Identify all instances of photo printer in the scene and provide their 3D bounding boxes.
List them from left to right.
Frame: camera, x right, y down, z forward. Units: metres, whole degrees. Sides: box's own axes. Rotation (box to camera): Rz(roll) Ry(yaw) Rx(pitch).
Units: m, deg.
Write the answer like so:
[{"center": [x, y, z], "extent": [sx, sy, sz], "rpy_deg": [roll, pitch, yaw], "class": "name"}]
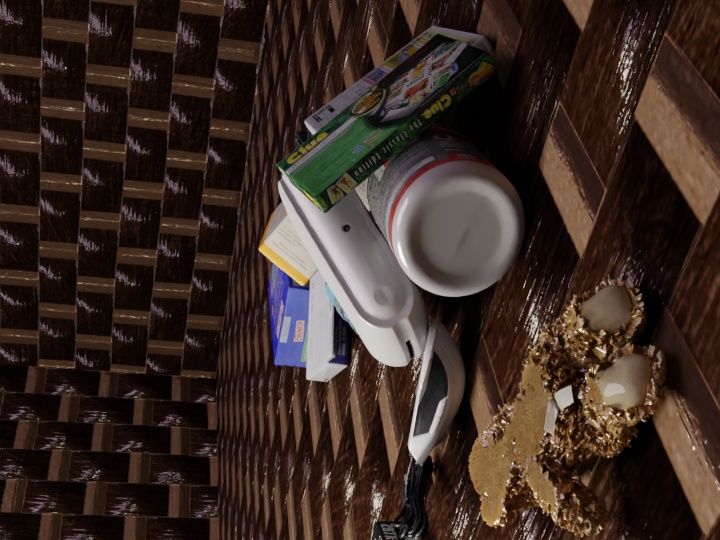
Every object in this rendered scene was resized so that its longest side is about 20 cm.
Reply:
[{"center": [0.000, 0.000, 1.065], "extent": [0.202, 0.069, 0.167], "rpy_deg": [58, 176, 17], "class": "photo printer"}]

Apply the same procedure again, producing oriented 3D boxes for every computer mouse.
[{"center": [0.070, 0.147, 1.030], "extent": [0.110, 0.043, 0.203], "rpy_deg": [-62, -18, -68], "class": "computer mouse"}]

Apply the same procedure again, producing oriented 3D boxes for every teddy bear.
[{"center": [0.141, 0.095, 0.711], "extent": [0.146, 0.066, 0.202], "rpy_deg": [-116, 38, -51], "class": "teddy bear"}]

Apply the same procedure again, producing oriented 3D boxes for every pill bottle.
[{"center": [0.066, -0.066, 0.969], "extent": [0.200, 0.114, 0.118], "rpy_deg": [-115, 32, -66], "class": "pill bottle"}]

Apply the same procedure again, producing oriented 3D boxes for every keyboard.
[{"center": [-0.108, -0.239, 2.093], "extent": [0.200, 0.020, 0.129], "rpy_deg": [-121, 37, -69], "class": "keyboard"}]

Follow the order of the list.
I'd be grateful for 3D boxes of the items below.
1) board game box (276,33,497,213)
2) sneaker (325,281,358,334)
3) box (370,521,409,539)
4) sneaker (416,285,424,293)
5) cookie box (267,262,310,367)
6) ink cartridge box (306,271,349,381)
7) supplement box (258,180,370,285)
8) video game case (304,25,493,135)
[{"center": [0.021, -0.136, 0.972], "extent": [0.024, 0.199, 0.105], "rpy_deg": [54, 175, -33], "class": "board game box"}, {"center": [0.023, 0.007, 1.305], "extent": [0.097, 0.078, 0.201], "rpy_deg": [63, 154, 24], "class": "sneaker"}, {"center": [0.035, 0.386, 1.109], "extent": [0.160, 0.048, 0.204], "rpy_deg": [-126, 42, -68], "class": "box"}, {"center": [0.058, -0.069, 1.143], "extent": [0.082, 0.073, 0.204], "rpy_deg": [-149, 56, -68], "class": "sneaker"}, {"center": [-0.109, 0.036, 1.858], "extent": [0.202, 0.074, 0.173], "rpy_deg": [-100, 19, -50], "class": "cookie box"}, {"center": [-0.042, 0.052, 1.616], "extent": [0.200, 0.040, 0.203], "rpy_deg": [133, 140, -71], "class": "ink cartridge box"}, {"center": [-0.025, -0.095, 1.256], "extent": [0.200, 0.073, 0.126], "rpy_deg": [-48, 12, 20], "class": "supplement box"}, {"center": [0.032, -0.185, 1.107], "extent": [0.022, 0.181, 0.200], "rpy_deg": [53, 180, -18], "class": "video game case"}]
